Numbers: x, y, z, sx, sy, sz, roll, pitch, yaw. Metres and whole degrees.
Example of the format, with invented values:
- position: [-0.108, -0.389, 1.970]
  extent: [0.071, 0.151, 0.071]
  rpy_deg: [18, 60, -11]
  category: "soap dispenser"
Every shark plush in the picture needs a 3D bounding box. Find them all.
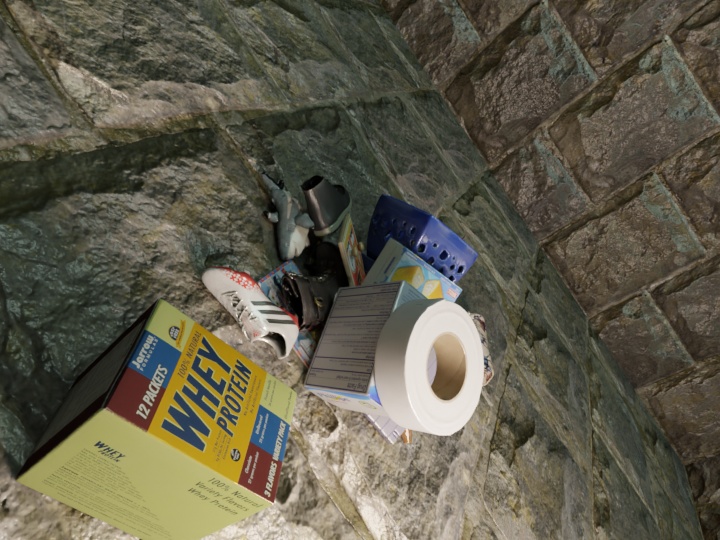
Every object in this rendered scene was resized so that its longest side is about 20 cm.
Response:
- position: [-0.161, -0.123, 1.078]
  extent: [0.081, 0.091, 0.205]
  rpy_deg: [-20, 83, -21]
  category: "shark plush"

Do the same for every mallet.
- position: [-0.083, -0.067, 1.174]
  extent: [0.065, 0.041, 0.203]
  rpy_deg: [35, 40, -24]
  category: "mallet"

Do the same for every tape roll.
- position: [0.113, 0.150, 0.830]
  extent: [0.199, 0.070, 0.210]
  rpy_deg: [5, 83, -41]
  category: "tape roll"

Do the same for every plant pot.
- position: [0.119, -0.033, 1.212]
  extent: [0.198, 0.183, 0.199]
  rpy_deg: [29, 3, -40]
  category: "plant pot"

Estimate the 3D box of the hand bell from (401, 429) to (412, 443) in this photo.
- position: [0.079, 0.251, 1.084]
  extent: [0.103, 0.102, 0.206]
  rpy_deg: [9, 67, -52]
  category: "hand bell"

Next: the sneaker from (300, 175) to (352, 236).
- position: [-0.070, -0.168, 1.127]
  extent: [0.202, 0.073, 0.109]
  rpy_deg: [-78, 154, -59]
  category: "sneaker"

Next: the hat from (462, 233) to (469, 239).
- position: [0.231, 0.019, 1.414]
  extent: [0.164, 0.174, 0.205]
  rpy_deg: [10, 53, -51]
  category: "hat"

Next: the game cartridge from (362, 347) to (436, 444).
- position: [0.081, 0.220, 1.036]
  extent: [0.130, 0.038, 0.200]
  rpy_deg: [47, 69, -8]
  category: "game cartridge"

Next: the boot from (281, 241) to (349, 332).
- position: [-0.087, 0.022, 1.010]
  extent: [0.172, 0.068, 0.205]
  rpy_deg: [13, 52, -54]
  category: "boot"

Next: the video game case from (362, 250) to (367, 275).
- position: [0.021, 0.037, 1.239]
  extent: [0.198, 0.023, 0.186]
  rpy_deg: [-5, 66, -57]
  category: "video game case"

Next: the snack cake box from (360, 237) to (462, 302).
- position: [0.107, 0.036, 1.075]
  extent: [0.198, 0.117, 0.067]
  rpy_deg: [31, 3, -39]
  category: "snack cake box"

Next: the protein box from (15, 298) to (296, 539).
- position: [-0.213, 0.179, 0.573]
  extent: [0.198, 0.198, 0.137]
  rpy_deg: [40, 33, -25]
  category: "protein box"

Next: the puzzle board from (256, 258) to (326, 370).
- position: [-0.111, 0.084, 1.003]
  extent: [0.202, 0.017, 0.151]
  rpy_deg: [55, 29, -4]
  category: "puzzle board"

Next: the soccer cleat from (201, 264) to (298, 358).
- position: [-0.182, 0.069, 0.863]
  extent: [0.199, 0.068, 0.087]
  rpy_deg: [42, 36, -28]
  category: "soccer cleat"

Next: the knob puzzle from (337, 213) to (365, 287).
- position: [0.000, 0.000, 1.106]
  extent: [0.220, 0.030, 0.227]
  rpy_deg: [-13, 91, -82]
  category: "knob puzzle"

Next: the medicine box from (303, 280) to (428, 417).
- position: [0.017, 0.135, 0.913]
  extent: [0.102, 0.180, 0.205]
  rpy_deg: [34, 64, -32]
  category: "medicine box"

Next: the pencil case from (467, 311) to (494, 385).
- position: [0.322, 0.215, 1.463]
  extent: [0.203, 0.076, 0.090]
  rpy_deg: [-88, 154, -45]
  category: "pencil case"
